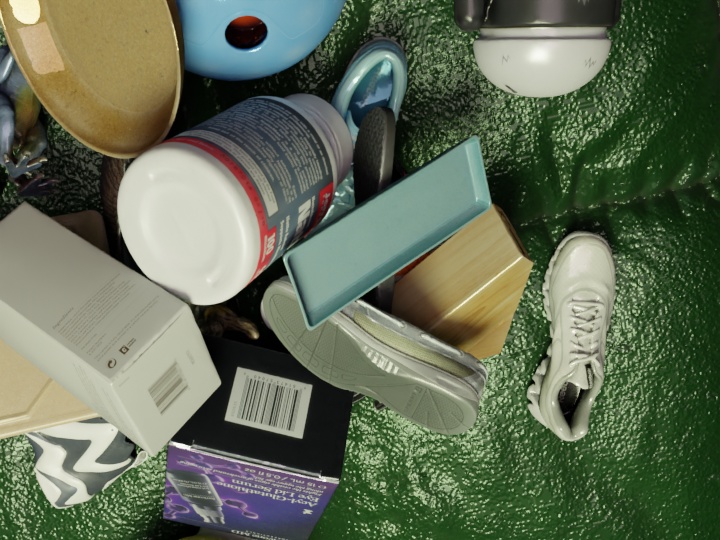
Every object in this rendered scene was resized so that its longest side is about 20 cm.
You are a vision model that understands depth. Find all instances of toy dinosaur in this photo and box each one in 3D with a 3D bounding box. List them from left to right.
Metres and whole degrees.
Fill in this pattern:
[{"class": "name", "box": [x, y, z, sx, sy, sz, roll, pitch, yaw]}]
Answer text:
[{"class": "toy dinosaur", "box": [-0.307, -0.165, 0.765, 0.196, 0.105, 0.185, -20, 75, 2]}]

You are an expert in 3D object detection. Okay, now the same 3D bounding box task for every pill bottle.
[{"class": "pill bottle", "box": [-0.086, -0.070, 0.699, 0.117, 0.200, 0.122, 12, 121, 22]}]

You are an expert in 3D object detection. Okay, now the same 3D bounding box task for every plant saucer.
[{"class": "plant saucer", "box": [-0.193, -0.184, 0.649, 0.197, 0.035, 0.204, 22, 130, 28]}, {"class": "plant saucer", "box": [0.024, -0.034, 0.701, 0.198, 0.019, 0.071, -33, 125, -22]}]

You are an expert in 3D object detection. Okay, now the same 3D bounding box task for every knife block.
[{"class": "knife block", "box": [0.050, 0.045, 0.801, 0.172, 0.065, 0.202, -14, 144, -17]}]

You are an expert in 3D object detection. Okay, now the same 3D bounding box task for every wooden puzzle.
[{"class": "wooden puzzle", "box": [-0.316, 0.053, 0.800, 0.196, 0.037, 0.189, -11, 84, -12]}]

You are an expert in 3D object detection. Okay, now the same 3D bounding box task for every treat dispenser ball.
[{"class": "treat dispenser ball", "box": [-0.101, -0.255, 0.698, 0.196, 0.201, 0.206, 0, 104, -1]}]

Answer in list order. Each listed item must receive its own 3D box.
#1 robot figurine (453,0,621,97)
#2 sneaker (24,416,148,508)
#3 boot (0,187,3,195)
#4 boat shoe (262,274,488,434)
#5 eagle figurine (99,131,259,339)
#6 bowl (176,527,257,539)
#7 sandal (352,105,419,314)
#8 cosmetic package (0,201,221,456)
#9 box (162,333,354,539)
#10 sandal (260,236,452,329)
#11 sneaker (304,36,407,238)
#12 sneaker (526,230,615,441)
[{"class": "robot figurine", "box": [0.153, -0.250, 0.745, 0.147, 0.125, 0.205, 2, 105, 10]}, {"class": "sneaker", "box": [-0.272, 0.120, 0.858, 0.127, 0.080, 0.203, -21, 98, -1]}, {"class": "boot", "box": [-0.458, -0.101, 0.803, 0.187, 0.069, 0.201, -35, 101, 8]}, {"class": "boat shoe", "box": [0.012, 0.060, 0.733, 0.199, 0.065, 0.075, 27, 136, 3]}, {"class": "eagle figurine", "box": [-0.177, -0.031, 0.793, 0.150, 0.152, 0.202, -17, 120, 33]}, {"class": "bowl", "box": [-0.136, 0.314, 0.879, 0.196, 0.201, 0.109, 18, 60, -5]}, {"class": "sandal", "box": [0.023, -0.042, 0.754, 0.044, 0.075, 0.204, -7, 114, -14]}, {"class": "cosmetic package", "box": [-0.216, 0.043, 0.696, 0.198, 0.109, 0.085, 30, 61, 27]}, {"class": "box", "box": [-0.096, 0.162, 0.802, 0.145, 0.106, 0.201, 13, 145, -5]}, {"class": "sandal", "box": [-0.002, -0.007, 0.830, 0.203, 0.059, 0.080, -19, 121, -10]}, {"class": "sneaker", "box": [-0.013, -0.112, 0.797, 0.072, 0.082, 0.204, 17, 103, -4]}, {"class": "sneaker", "box": [0.210, 0.065, 0.847, 0.073, 0.081, 0.205, 5, 103, 0]}]
